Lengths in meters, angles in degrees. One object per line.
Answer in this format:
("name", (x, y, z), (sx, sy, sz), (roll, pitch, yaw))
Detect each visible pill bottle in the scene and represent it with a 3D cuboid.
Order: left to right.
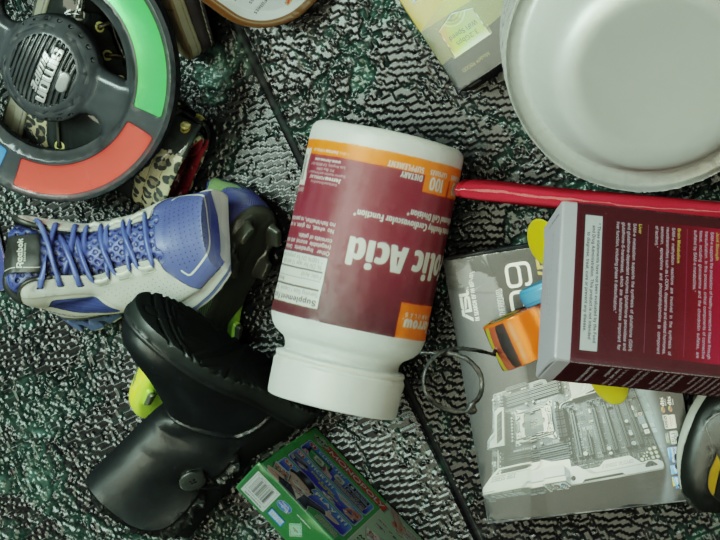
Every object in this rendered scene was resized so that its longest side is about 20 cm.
("pill bottle", (0.000, 0.000, 1.274), (0.114, 0.114, 0.200), (12, 91, 14))

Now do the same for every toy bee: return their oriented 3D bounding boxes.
("toy bee", (0.127, 0.030, 1.222), (0.200, 0.109, 0.131), (-3, 87, -10))

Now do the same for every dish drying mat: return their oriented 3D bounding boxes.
("dish drying mat", (0.172, -0.049, 1.255), (0.200, 0.077, 0.018), (7, 93, 14))

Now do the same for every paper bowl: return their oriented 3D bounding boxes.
("paper bowl", (0.195, -0.148, 1.191), (0.201, 0.104, 0.201), (0, 116, 1))

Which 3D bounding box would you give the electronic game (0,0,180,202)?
("electronic game", (-0.226, -0.148, 1.295), (0.200, 0.042, 0.200), (4, 104, 15))

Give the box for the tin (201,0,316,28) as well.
("tin", (-0.102, -0.250, 1.261), (0.200, 0.042, 0.112), (31, 106, -36))

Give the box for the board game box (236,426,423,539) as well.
("board game box", (0.007, 0.207, 1.298), (0.200, 0.135, 0.029), (46, 105, 7))

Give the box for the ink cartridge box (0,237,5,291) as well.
("ink cartridge box", (-0.399, -0.058, 1.429), (0.200, 0.043, 0.196), (-13, 92, 18))

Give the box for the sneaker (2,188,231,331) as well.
("sneaker", (-0.196, -0.004, 1.306), (0.199, 0.115, 0.081), (-19, 70, 38))

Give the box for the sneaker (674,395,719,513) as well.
("sneaker", (0.294, 0.087, 1.206), (0.070, 0.090, 0.200), (35, 91, -25))

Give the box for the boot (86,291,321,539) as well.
("boot", (-0.146, 0.118, 1.312), (0.168, 0.200, 0.076), (-43, 47, 13))

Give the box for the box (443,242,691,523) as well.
("box", (0.155, 0.074, 1.286), (0.158, 0.050, 0.200), (-8, 94, 15))

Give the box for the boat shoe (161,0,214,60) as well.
("boat shoe", (-0.137, -0.259, 1.321), (0.065, 0.072, 0.200), (-19, 100, -15))

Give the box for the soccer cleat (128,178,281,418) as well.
("soccer cleat", (-0.128, 0.022, 1.363), (0.084, 0.065, 0.200), (42, 112, 38))

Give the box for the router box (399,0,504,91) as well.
("router box", (0.113, -0.246, 1.261), (0.200, 0.052, 0.157), (-34, 87, 16))

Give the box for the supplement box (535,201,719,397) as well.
("supplement box", (0.219, 0.023, 1.145), (0.200, 0.061, 0.109), (7, 73, -4))

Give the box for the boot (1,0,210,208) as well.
("boot", (-0.176, -0.151, 1.339), (0.154, 0.073, 0.204), (27, 111, 12))
